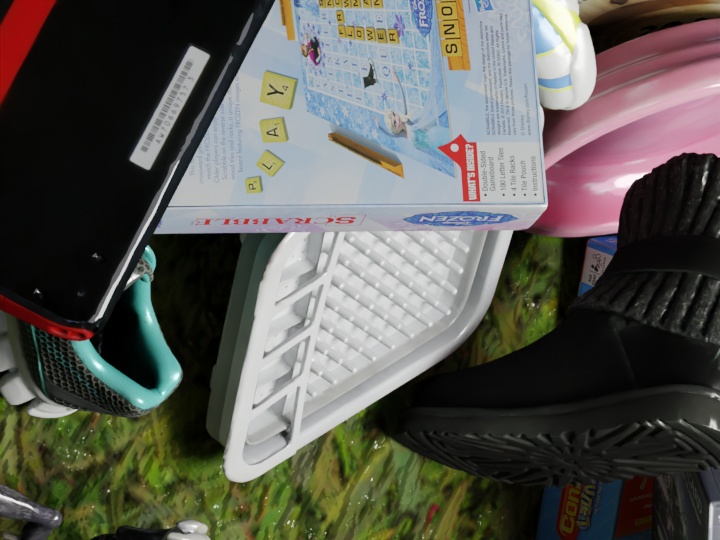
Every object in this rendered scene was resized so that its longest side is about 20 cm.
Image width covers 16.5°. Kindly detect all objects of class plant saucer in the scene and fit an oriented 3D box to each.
[{"bbox_3d":[0.165,-0.078,1.312,0.200,0.200,0.051,5,62,-48],"label":"plant saucer"}]

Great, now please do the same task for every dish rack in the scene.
[{"bbox_3d":[0.000,0.000,1.207,0.200,0.044,0.172,-29,145,-39],"label":"dish rack"}]

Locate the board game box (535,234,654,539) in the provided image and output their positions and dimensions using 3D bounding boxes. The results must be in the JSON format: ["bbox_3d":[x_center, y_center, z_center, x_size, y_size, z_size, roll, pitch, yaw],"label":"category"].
[{"bbox_3d":[0.198,0.074,1.452,0.200,0.056,0.196,-6,111,-46],"label":"board game box"}]

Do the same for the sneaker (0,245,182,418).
[{"bbox_3d":[-0.127,-0.019,1.062,0.078,0.091,0.200,-41,128,-33],"label":"sneaker"}]

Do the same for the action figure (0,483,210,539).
[{"bbox_3d":[-0.128,0.153,1.103,0.200,0.102,0.119,40,70,-42],"label":"action figure"}]

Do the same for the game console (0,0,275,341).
[{"bbox_3d":[-0.140,-0.093,0.987,0.200,0.177,0.031,-64,180,-12],"label":"game console"}]

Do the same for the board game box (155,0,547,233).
[{"bbox_3d":[-0.028,-0.115,1.041,0.199,0.041,0.200,0,75,-10],"label":"board game box"}]

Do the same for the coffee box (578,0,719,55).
[{"bbox_3d":[0.169,-0.161,1.312,0.200,0.113,0.080,13,67,-47],"label":"coffee box"}]

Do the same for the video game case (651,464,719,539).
[{"bbox_3d":[0.177,0.165,1.329,0.019,0.143,0.200,-4,120,-3],"label":"video game case"}]

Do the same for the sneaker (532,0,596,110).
[{"bbox_3d":[0.029,-0.147,1.195,0.105,0.076,0.200,-34,101,-12],"label":"sneaker"}]

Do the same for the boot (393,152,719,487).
[{"bbox_3d":[0.122,0.027,1.287,0.079,0.211,0.158,40,52,-47],"label":"boot"}]
